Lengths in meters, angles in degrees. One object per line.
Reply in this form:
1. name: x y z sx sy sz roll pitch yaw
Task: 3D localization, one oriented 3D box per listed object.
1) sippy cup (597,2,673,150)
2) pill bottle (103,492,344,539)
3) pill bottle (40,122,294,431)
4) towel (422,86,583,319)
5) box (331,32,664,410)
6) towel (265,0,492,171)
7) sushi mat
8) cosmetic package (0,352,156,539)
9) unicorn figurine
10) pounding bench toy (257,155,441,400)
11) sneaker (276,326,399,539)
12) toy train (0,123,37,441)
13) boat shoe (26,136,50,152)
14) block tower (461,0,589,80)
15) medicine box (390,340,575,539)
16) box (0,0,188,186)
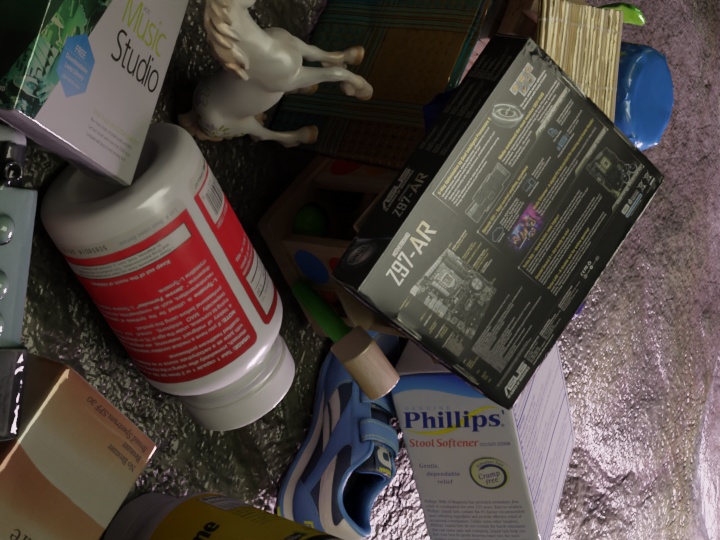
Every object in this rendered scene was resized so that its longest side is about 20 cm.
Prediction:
1. sippy cup: 0.228 -0.169 1.167 0.139 0.130 0.180 -14 106 -47
2. pill bottle: -0.088 0.219 0.825 0.112 0.199 0.114 -10 104 -47
3. pill bottle: -0.122 0.010 0.817 0.112 0.112 0.201 -49 130 -31
4. towel: 0.104 -0.043 0.881 0.147 0.049 0.202 -22 113 -37
5. box: 0.097 -0.030 0.809 0.160 0.043 0.201 37 85 -30
6. towel: 0.022 -0.173 0.924 0.022 0.146 0.202 41 67 -54
7. sushi mat: 0.155 -0.093 0.876 0.095 0.012 0.202 -5 102 -43
8. cosmetic package: -0.230 0.159 0.739 0.104 0.087 0.201 51 60 -41
9. unicorn figurine: -0.065 -0.139 0.813 0.136 0.200 0.074 4 52 -33
10. pounding bench toy: 0.000 0.000 0.919 0.200 0.155 0.125 -50 130 -31
11. sneaker: 0.001 0.134 1.001 0.074 0.082 0.202 29 73 -45
12. toy train: -0.235 0.007 0.687 0.085 0.113 0.202 7 92 -49
13. boat shoe: -0.163 -0.169 0.769 0.071 0.072 0.202 19 82 -47
14. block tower: 0.089 -0.188 0.962 0.058 0.199 0.054 31 74 -30
15. medicine box: 0.116 0.128 1.072 0.182 0.102 0.202 -57 137 -56
16. box: -0.143 -0.163 0.682 0.144 0.036 0.202 41 63 -73
